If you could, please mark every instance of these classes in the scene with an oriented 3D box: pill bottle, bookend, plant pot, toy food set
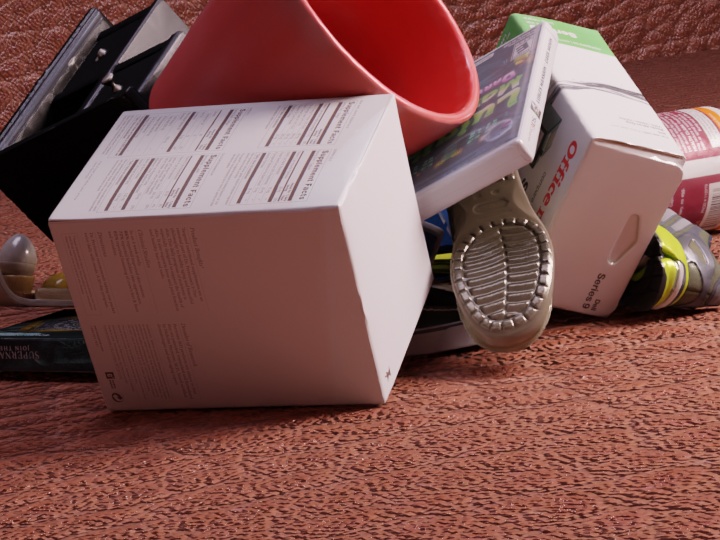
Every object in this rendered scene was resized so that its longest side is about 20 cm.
[{"bbox_3d":[0.238,-0.079,1.884,0.199,0.115,0.114,-9,10,-24],"label":"pill bottle"},{"bbox_3d":[-0.172,-0.143,1.667,0.199,0.092,0.199,-18,33,45],"label":"bookend"},{"bbox_3d":[-0.044,-0.136,1.513,0.177,0.201,0.200,-39,-9,29],"label":"plant pot"},{"bbox_3d":[-0.217,0.000,1.711,0.199,0.061,0.143,1,-2,-21],"label":"toy food set"}]

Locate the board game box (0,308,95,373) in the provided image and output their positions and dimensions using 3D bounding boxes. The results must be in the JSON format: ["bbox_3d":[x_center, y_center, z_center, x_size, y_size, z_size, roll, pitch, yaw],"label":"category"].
[{"bbox_3d":[-0.178,0.052,1.578,0.199,0.028,0.135,-1,9,28],"label":"board game box"}]

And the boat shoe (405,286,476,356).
[{"bbox_3d":[0.014,0.030,1.515,0.199,0.057,0.069,-6,9,0],"label":"boat shoe"}]

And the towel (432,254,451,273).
[{"bbox_3d":[0.051,-0.014,1.857,0.199,0.018,0.086,2,13,40],"label":"towel"}]

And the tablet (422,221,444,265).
[{"bbox_3d":[-0.032,-0.048,1.680,0.199,0.014,0.130,20,-17,2],"label":"tablet"}]

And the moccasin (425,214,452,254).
[{"bbox_3d":[0.044,-0.035,1.774,0.199,0.081,0.068,4,-8,9],"label":"moccasin"}]

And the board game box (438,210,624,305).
[{"bbox_3d":[0.130,-0.013,1.661,0.157,0.039,0.200,11,29,-20],"label":"board game box"}]

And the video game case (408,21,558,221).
[{"bbox_3d":[0.049,-0.089,1.531,0.199,0.023,0.182,-28,24,27],"label":"video game case"}]

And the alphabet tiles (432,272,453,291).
[{"bbox_3d":[0.065,0.005,1.800,0.166,0.008,0.200,-8,9,-18],"label":"alphabet tiles"}]

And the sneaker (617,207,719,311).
[{"bbox_3d":[0.221,-0.022,1.616,0.081,0.074,0.200,14,26,-22],"label":"sneaker"}]

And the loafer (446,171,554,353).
[{"bbox_3d":[0.099,-0.008,1.482,0.075,0.069,0.201,-12,40,6],"label":"loafer"}]

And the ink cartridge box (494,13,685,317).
[{"bbox_3d":[0.151,-0.082,1.593,0.084,0.147,0.200,11,29,-22],"label":"ink cartridge box"}]

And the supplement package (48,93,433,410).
[{"bbox_3d":[-0.074,-0.012,1.401,0.199,0.152,0.151,-2,32,18],"label":"supplement package"}]
